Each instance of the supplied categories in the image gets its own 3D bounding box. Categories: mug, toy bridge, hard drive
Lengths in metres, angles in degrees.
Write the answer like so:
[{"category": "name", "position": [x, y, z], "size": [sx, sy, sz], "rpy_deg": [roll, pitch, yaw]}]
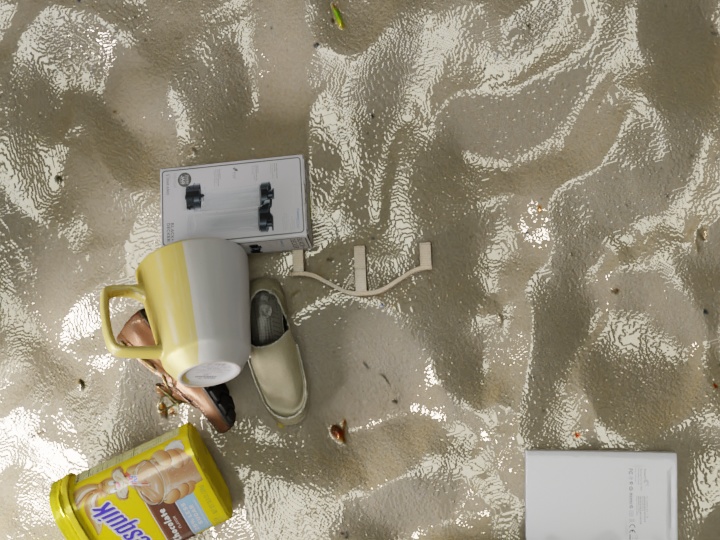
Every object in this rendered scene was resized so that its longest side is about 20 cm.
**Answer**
[{"category": "mug", "position": [-0.221, 0.067, 1.314], "size": [0.183, 0.150, 0.156], "rpy_deg": [-17, 65, 6]}, {"category": "toy bridge", "position": [0.000, 0.000, 1.383], "size": [0.196, 0.027, 0.069], "rpy_deg": [-3, 87, 5]}, {"category": "hard drive", "position": [0.316, 0.305, 1.350], "size": [0.196, 0.026, 0.135], "rpy_deg": [0, 87, 4]}]

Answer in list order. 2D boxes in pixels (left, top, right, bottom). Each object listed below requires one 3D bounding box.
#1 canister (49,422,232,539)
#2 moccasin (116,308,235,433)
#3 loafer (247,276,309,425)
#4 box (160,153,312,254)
[{"category": "canister", "position": [-0.283, 0.302, 1.343], "size": [0.197, 0.087, 0.150], "rpy_deg": [-25, 113, 0]}, {"category": "moccasin", "position": [-0.247, 0.144, 1.372], "size": [0.201, 0.074, 0.078], "rpy_deg": [43, 100, 2]}, {"category": "loafer", "position": [-0.119, 0.108, 1.366], "size": [0.074, 0.068, 0.204], "rpy_deg": [-16, 87, 3]}, {"category": "box", "position": [-0.164, -0.082, 1.370], "size": [0.196, 0.060, 0.119], "rpy_deg": [-7, 73, 4]}]
